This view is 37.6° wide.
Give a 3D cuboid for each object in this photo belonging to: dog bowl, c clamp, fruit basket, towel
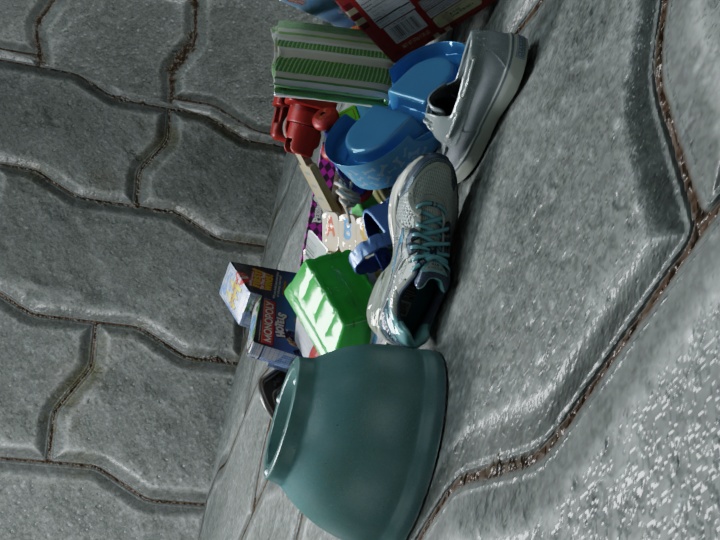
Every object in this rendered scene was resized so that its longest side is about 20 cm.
[{"bbox_3d":[0.050,-0.166,1.152,0.200,0.050,0.111,-46,41,-16],"label":"dog bowl"},{"bbox_3d":[-0.074,0.202,1.353,0.027,0.171,0.200,-37,4,11],"label":"c clamp"},{"bbox_3d":[-0.023,0.081,1.226,0.186,0.093,0.201,56,155,36],"label":"fruit basket"},{"bbox_3d":[-0.034,-0.250,1.274,0.201,0.151,0.024,-96,13,-57],"label":"towel"}]

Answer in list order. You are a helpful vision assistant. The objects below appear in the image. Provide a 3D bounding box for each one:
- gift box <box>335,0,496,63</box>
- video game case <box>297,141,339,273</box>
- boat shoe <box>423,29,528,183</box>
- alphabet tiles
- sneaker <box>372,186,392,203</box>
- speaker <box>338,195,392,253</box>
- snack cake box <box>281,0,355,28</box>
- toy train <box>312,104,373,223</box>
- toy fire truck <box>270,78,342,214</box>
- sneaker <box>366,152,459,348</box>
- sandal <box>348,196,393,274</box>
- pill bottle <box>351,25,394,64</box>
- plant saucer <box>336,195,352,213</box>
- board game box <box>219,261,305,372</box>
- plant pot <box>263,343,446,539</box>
[{"bbox_3d":[0.059,-0.379,1.268,0.184,0.200,0.188,-22,44,27],"label":"gift box"},{"bbox_3d":[-0.039,-0.080,1.605,0.181,0.036,0.202,17,-97,-76],"label":"video game case"},{"bbox_3d":[0.101,-0.166,1.061,0.201,0.071,0.070,116,166,-52],"label":"boat shoe"},{"bbox_3d":[-0.016,0.031,1.277,0.200,0.015,0.197,13,104,57],"label":"alphabet tiles"},{"bbox_3d":[0.062,-0.150,1.294,0.089,0.076,0.201,-51,26,47],"label":"sneaker"},{"bbox_3d":[0.000,0.000,1.339,0.089,0.088,0.201,-86,15,-52],"label":"speaker"},{"bbox_3d":[-0.048,-0.388,1.343,0.200,0.067,0.116,-6,-104,-67],"label":"snack cake box"},{"bbox_3d":[0.021,-0.133,1.221,0.115,0.085,0.201,-27,38,8],"label":"toy train"},{"bbox_3d":[-0.066,-0.180,1.410,0.176,0.128,0.202,-151,76,-79],"label":"toy fire truck"},{"bbox_3d":[0.068,-0.016,1.058,0.086,0.077,0.202,-146,65,-68],"label":"sneaker"},{"bbox_3d":[0.042,-0.054,1.174,0.080,0.086,0.201,114,172,-51],"label":"sandal"},{"bbox_3d":[0.036,-0.291,1.450,0.201,0.109,0.110,-108,33,-53],"label":"pill bottle"},{"bbox_3d":[-0.006,-0.097,1.432,0.200,0.032,0.202,-163,90,-81],"label":"plant saucer"},{"bbox_3d":[-0.096,0.069,1.427,0.201,0.198,0.062,-86,17,-56],"label":"board game box"},{"bbox_3d":[-0.015,0.156,1.009,0.200,0.133,0.202,-163,90,-81],"label":"plant pot"}]
